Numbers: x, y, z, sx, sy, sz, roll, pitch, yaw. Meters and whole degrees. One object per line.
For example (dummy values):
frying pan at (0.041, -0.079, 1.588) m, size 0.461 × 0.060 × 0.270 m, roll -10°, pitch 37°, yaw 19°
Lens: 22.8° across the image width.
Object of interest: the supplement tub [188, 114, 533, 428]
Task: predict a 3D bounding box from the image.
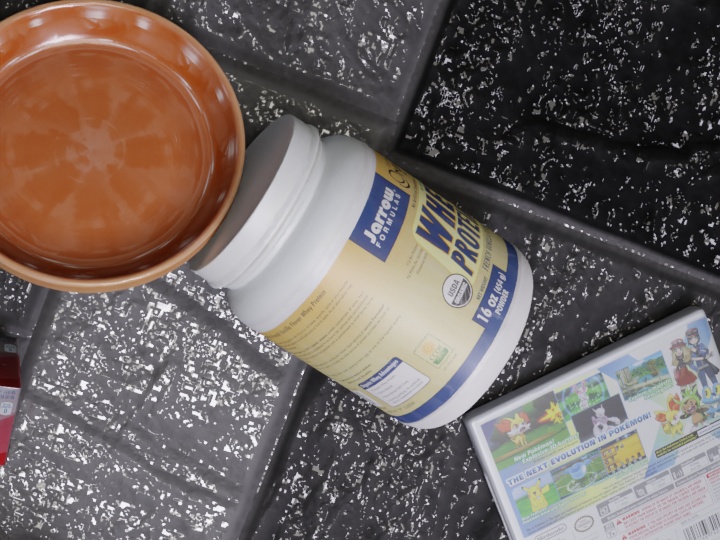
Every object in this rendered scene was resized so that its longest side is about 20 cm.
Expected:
supplement tub at (0.000, 0.000, 1.192) m, size 0.200 × 0.144 × 0.145 m, roll 33°, pitch 90°, yaw -18°

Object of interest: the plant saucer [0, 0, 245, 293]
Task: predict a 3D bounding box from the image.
plant saucer at (-0.175, -0.080, 1.151) m, size 0.199 × 0.032 × 0.201 m, roll 3°, pitch 71°, yaw -8°

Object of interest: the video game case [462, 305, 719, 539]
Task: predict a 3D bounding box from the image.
video game case at (0.196, 0.148, 1.336) m, size 0.199 × 0.022 × 0.183 m, roll -24°, pitch 105°, yaw -10°

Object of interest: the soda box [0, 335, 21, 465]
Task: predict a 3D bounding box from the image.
soda box at (-0.322, 0.072, 1.147) m, size 0.199 × 0.070 × 0.064 m, roll 9°, pitch 117°, yaw -16°
